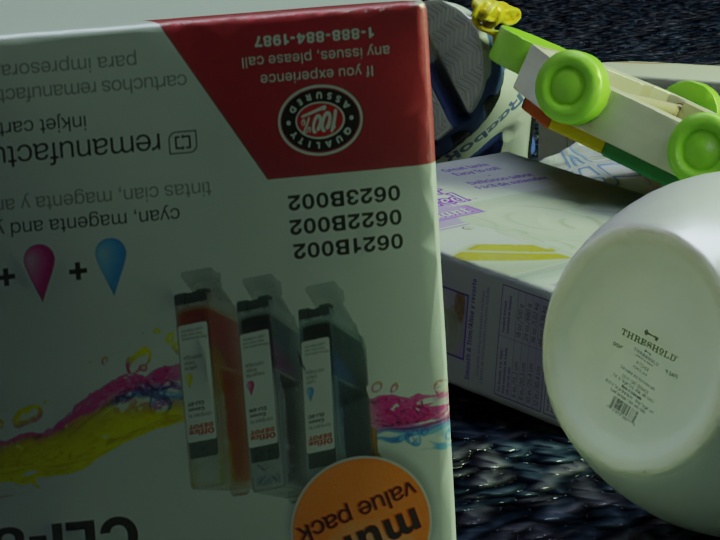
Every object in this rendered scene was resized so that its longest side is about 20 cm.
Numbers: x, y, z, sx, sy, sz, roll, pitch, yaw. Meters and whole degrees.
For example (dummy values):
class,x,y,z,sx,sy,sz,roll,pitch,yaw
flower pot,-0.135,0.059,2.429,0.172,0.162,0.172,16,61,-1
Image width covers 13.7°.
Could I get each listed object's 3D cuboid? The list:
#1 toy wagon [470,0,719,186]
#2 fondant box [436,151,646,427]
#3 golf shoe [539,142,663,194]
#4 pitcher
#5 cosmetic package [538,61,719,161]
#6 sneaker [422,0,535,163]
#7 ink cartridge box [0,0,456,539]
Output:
class,x,y,z,sx,sy,sz,roll,pitch,yaw
toy wagon,0.131,-0.068,1.347,0.200,0.040,0.155,27,10,26
fondant box,0.077,0.005,1.275,0.144,0.058,0.200,-11,20,-40
golf shoe,0.133,-0.034,1.423,0.097,0.078,0.200,-47,24,-11
pitcher,0.172,0.037,0.988,0.200,0.122,0.171,3,17,-45
cosmetic package,0.179,-0.056,1.580,0.071,0.106,0.200,-7,11,-31
sneaker,0.024,-0.061,1.483,0.199,0.081,0.115,-32,-23,36
ink cartridge box,-0.055,0.020,0.868,0.145,0.201,0.145,-6,11,-8
